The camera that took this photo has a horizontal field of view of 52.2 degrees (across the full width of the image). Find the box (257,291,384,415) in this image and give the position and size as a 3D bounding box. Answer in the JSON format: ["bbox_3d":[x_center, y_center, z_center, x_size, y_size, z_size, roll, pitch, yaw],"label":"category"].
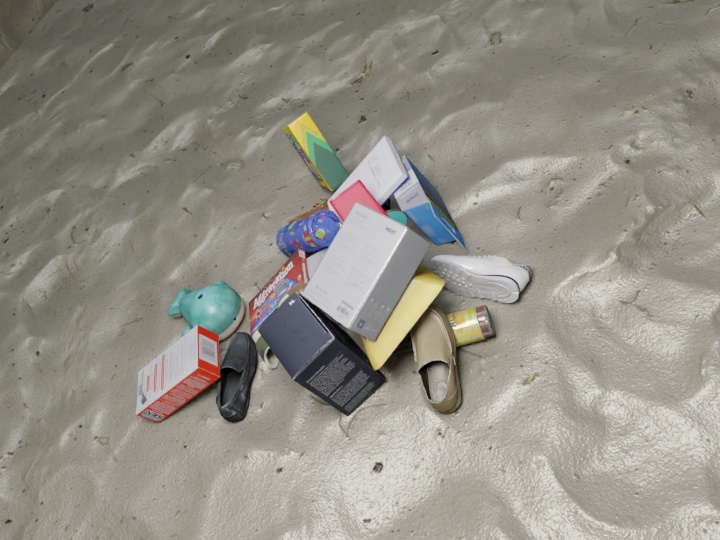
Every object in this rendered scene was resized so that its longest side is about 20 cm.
[{"bbox_3d":[-0.070,0.155,1.350,0.104,0.200,0.148,-45,47,1],"label":"box"}]

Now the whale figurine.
[{"bbox_3d":[-0.354,0.078,1.626,0.199,0.104,0.159,15,62,35],"label":"whale figurine"}]

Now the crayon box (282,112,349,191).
[{"bbox_3d":[-0.104,-0.272,1.683,0.058,0.173,0.200,-34,13,-3],"label":"crayon box"}]

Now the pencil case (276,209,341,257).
[{"bbox_3d":[-0.109,-0.079,1.563,0.087,0.078,0.200,-56,19,-22],"label":"pencil case"}]

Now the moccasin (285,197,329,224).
[{"bbox_3d":[-0.085,-0.128,1.689,0.201,0.074,0.078,-30,54,14],"label":"moccasin"}]

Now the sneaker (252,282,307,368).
[{"bbox_3d":[-0.144,0.120,1.479,0.200,0.067,0.090,-47,51,32],"label":"sneaker"}]

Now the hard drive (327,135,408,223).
[{"bbox_3d":[0.012,-0.170,1.544,0.200,0.025,0.132,-46,42,26],"label":"hard drive"}]

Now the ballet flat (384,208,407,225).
[{"bbox_3d":[0.008,-0.047,1.443,0.200,0.073,0.073,-45,48,-6],"label":"ballet flat"}]

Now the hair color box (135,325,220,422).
[{"bbox_3d":[-0.377,0.215,1.513,0.200,0.064,0.111,-35,43,23],"label":"hair color box"}]

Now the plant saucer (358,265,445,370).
[{"bbox_3d":[0.059,0.071,1.363,0.200,0.048,0.200,-52,10,3],"label":"plant saucer"}]

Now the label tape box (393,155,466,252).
[{"bbox_3d":[0.133,-0.125,1.516,0.066,0.143,0.200,-34,45,16],"label":"label tape box"}]

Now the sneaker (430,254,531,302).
[{"bbox_3d":[0.231,0.003,1.431,0.199,0.077,0.081,17,51,30],"label":"sneaker"}]

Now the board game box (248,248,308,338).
[{"bbox_3d":[-0.175,0.052,1.549,0.200,0.019,0.103,-45,37,32],"label":"board game box"}]

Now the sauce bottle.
[{"bbox_3d":[0.148,0.119,1.373,0.199,0.065,0.065,-18,48,12],"label":"sauce bottle"}]

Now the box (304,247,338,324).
[{"bbox_3d":[0.000,0.000,1.519,0.199,0.098,0.125,-28,47,2],"label":"box"}]

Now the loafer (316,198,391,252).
[{"bbox_3d":[-0.003,-0.085,1.614,0.200,0.075,0.070,-43,52,2],"label":"loafer"}]

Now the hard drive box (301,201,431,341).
[{"bbox_3d":[0.008,-0.001,1.306,0.156,0.077,0.200,32,92,47],"label":"hard drive box"}]

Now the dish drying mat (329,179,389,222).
[{"bbox_3d":[0.025,-0.079,1.401,0.077,0.018,0.200,-36,70,-1],"label":"dish drying mat"}]

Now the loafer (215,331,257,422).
[{"bbox_3d":[-0.254,0.207,1.494,0.068,0.070,0.201,-11,51,16],"label":"loafer"}]

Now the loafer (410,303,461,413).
[{"bbox_3d":[0.134,0.152,1.302,0.076,0.067,0.201,-19,75,14],"label":"loafer"}]
